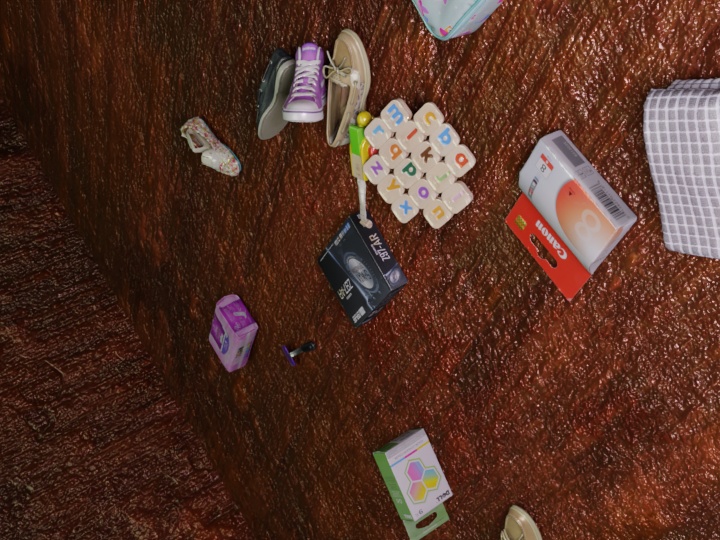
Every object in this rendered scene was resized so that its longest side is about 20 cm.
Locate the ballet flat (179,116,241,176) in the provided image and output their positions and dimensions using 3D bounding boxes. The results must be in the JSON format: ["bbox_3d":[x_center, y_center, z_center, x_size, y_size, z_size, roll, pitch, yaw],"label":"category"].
[{"bbox_3d":[-0.351,-0.277,2.083,0.200,0.063,0.077,46,145,30],"label":"ballet flat"}]

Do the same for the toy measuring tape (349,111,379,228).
[{"bbox_3d":[0.022,-0.175,1.541,0.073,0.073,0.204,28,133,47],"label":"toy measuring tape"}]

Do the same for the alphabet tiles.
[{"bbox_3d":[0.090,-0.168,1.435,0.201,0.015,0.195,53,136,3],"label":"alphabet tiles"}]

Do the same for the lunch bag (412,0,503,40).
[{"bbox_3d":[0.115,-0.425,1.196,0.203,0.076,0.160,63,151,5],"label":"lunch bag"}]

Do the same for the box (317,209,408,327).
[{"bbox_3d":[0.000,0.000,1.730,0.162,0.043,0.200,60,150,11],"label":"box"}]

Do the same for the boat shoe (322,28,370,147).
[{"bbox_3d":[-0.026,-0.304,1.531,0.073,0.062,0.204,35,138,43],"label":"boat shoe"}]

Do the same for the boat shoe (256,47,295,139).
[{"bbox_3d":[-0.167,-0.339,1.726,0.067,0.073,0.201,54,148,22],"label":"boat shoe"}]

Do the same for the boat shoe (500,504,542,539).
[{"bbox_3d":[0.284,0.516,1.623,0.073,0.062,0.205,26,132,48],"label":"boat shoe"}]

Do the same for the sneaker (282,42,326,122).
[{"bbox_3d":[-0.097,-0.324,1.544,0.201,0.071,0.117,-88,-1,-65],"label":"sneaker"}]

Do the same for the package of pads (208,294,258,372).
[{"bbox_3d":[-0.337,0.165,2.371,0.121,0.075,0.201,52,148,20],"label":"package of pads"}]

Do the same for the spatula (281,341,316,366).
[{"bbox_3d":[-0.145,0.190,2.129,0.057,0.020,0.199,60,150,-1],"label":"spatula"}]

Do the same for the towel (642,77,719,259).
[{"bbox_3d":[0.394,-0.101,0.970,0.164,0.084,0.204,13,122,56],"label":"towel"}]

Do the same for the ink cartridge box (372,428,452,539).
[{"bbox_3d":[0.114,0.429,1.797,0.059,0.103,0.204,-20,94,61],"label":"ink cartridge box"}]

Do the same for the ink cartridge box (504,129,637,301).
[{"bbox_3d":[0.268,-0.066,1.239,0.163,0.050,0.201,54,146,21],"label":"ink cartridge box"}]
